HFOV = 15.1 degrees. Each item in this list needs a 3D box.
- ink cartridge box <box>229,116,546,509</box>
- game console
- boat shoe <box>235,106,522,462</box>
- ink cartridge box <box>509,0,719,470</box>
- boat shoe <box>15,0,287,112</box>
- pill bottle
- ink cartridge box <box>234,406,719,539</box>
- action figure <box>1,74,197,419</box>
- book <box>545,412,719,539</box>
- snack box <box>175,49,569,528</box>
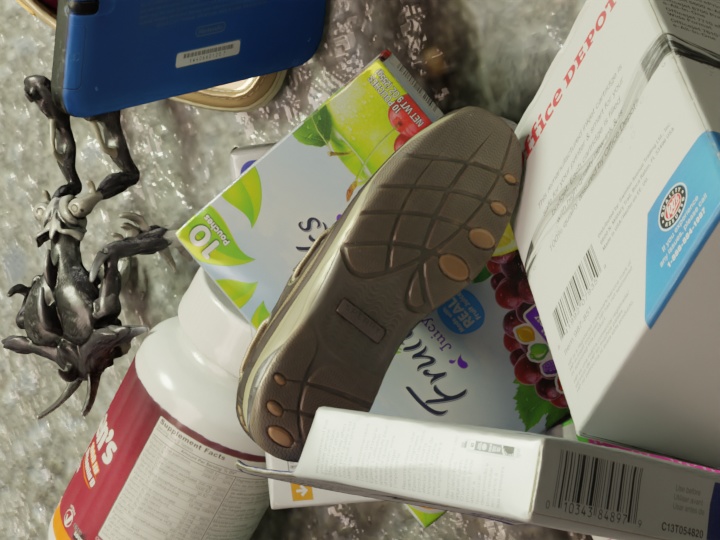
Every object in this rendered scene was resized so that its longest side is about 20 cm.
[{"bbox_3d":[0.040,0.022,1.445,0.199,0.047,0.199,-5,101,5],"label":"ink cartridge box"},{"bbox_3d":[-0.115,-0.191,1.443,0.118,0.199,0.172,25,118,35],"label":"game console"},{"bbox_3d":[0.000,0.000,1.326,0.074,0.200,0.073,44,167,-24],"label":"boat shoe"},{"bbox_3d":[0.145,-0.031,1.270,0.146,0.083,0.201,-61,25,31],"label":"ink cartridge box"},{"bbox_3d":[-0.136,-0.148,1.529,0.199,0.069,0.074,26,97,12],"label":"boat shoe"},{"bbox_3d":[-0.093,0.096,1.558,0.109,0.109,0.201,41,116,25],"label":"pill bottle"},{"bbox_3d":[0.077,0.098,1.264,0.199,0.199,0.041,4,82,47],"label":"ink cartridge box"},{"bbox_3d":[-0.150,-0.013,1.589,0.118,0.102,0.201,-7,82,44],"label":"action figure"},{"bbox_3d":[0.186,0.108,1.322,0.200,0.048,0.134,-24,97,54],"label":"book"},{"bbox_3d":[0.023,0.009,1.396,0.142,0.053,0.200,-40,94,12],"label":"snack box"}]
